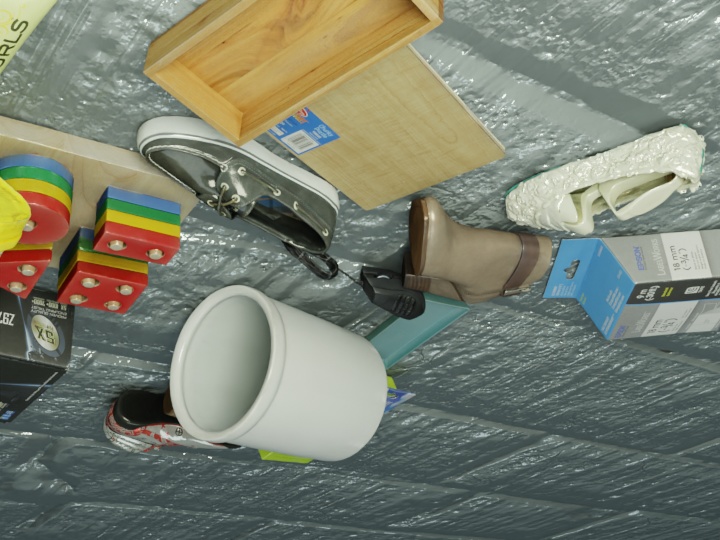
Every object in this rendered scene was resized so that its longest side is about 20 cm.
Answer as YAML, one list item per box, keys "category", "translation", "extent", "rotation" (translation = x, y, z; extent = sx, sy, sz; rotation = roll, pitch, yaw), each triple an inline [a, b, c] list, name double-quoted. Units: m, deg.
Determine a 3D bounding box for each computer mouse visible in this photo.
- category: "computer mouse"
  translation: [0.000, 0.000, 1.002]
  extent: [0.199, 0.059, 0.034]
  rotation: [26, 118, -38]

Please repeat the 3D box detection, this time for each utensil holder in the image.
- category: "utensil holder"
  translation: [-0.089, 0.124, 1.096]
  extent: [0.169, 0.172, 0.199]
  rotation: [-24, 149, 33]

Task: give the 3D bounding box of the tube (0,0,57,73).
- category: "tube"
  translation: [-0.270, -0.159, 0.660]
  extent: [0.199, 0.052, 0.058]
  rotation: [-37, 179, 38]

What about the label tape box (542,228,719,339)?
- category: "label tape box"
  translation: [0.315, 0.019, 1.065]
  extent: [0.197, 0.064, 0.145]
  rotation: [-5, 152, -1]

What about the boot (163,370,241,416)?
- category: "boot"
  translation: [-0.155, 0.168, 1.256]
  extent: [0.154, 0.078, 0.200]
  rotation: [14, 149, -28]

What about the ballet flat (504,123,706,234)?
- category: "ballet flat"
  translation: [0.220, -0.072, 0.878]
  extent: [0.198, 0.073, 0.071]
  rotation: [-22, 148, 31]

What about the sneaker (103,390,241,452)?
- category: "sneaker"
  translation: [-0.264, 0.222, 1.358]
  extent: [0.199, 0.068, 0.108]
  rotation: [15, 148, -26]

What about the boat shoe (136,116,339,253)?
- category: "boat shoe"
  translation: [-0.100, -0.071, 0.827]
  extent: [0.198, 0.057, 0.068]
  rotation: [21, 144, -30]

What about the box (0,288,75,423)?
- category: "box"
  translation: [-0.430, 0.089, 1.057]
  extent: [0.162, 0.087, 0.199]
  rotation: [17, 145, -34]

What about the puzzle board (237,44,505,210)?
- category: "puzzle board"
  translation: [0.014, -0.121, 0.806]
  extent: [0.149, 0.018, 0.199]
  rotation: [-19, 148, 27]

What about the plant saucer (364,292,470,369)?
- category: "plant saucer"
  translation: [0.052, 0.076, 1.183]
  extent: [0.069, 0.019, 0.200]
  rotation: [11, 147, -27]

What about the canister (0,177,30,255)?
- category: "canister"
  translation: [-0.368, -0.004, 0.745]
  extent: [0.201, 0.148, 0.087]
  rotation: [-54, 174, 15]

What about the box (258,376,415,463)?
- category: "box"
  translation: [-0.036, 0.194, 1.302]
  extent: [0.199, 0.048, 0.122]
  rotation: [-36, 153, 19]

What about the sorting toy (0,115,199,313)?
- category: "sorting toy"
  translation: [-0.268, -0.034, 0.868]
  extent: [0.197, 0.070, 0.200]
  rotation: [13, 148, -30]

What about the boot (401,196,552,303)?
- category: "boot"
  translation: [0.119, -0.021, 0.953]
  extent: [0.144, 0.071, 0.200]
  rotation: [-1, 161, -3]

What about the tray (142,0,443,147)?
- category: "tray"
  translation: [-0.050, -0.168, 0.673]
  extent: [0.199, 0.037, 0.098]
  rotation: [-25, 136, 32]
